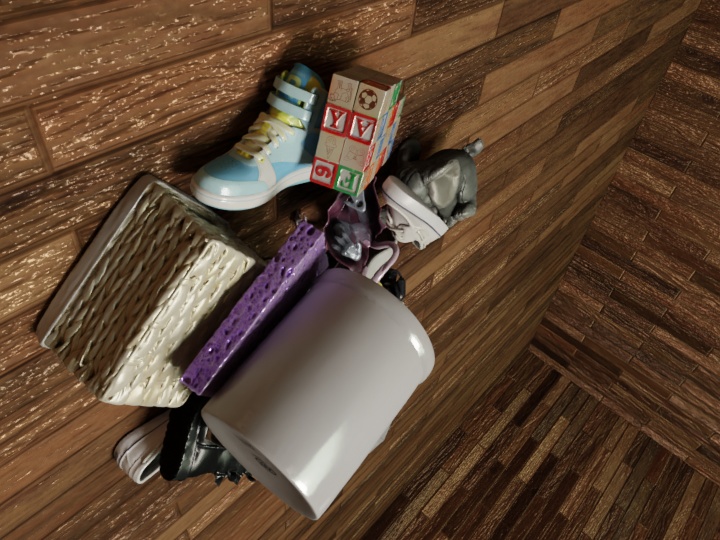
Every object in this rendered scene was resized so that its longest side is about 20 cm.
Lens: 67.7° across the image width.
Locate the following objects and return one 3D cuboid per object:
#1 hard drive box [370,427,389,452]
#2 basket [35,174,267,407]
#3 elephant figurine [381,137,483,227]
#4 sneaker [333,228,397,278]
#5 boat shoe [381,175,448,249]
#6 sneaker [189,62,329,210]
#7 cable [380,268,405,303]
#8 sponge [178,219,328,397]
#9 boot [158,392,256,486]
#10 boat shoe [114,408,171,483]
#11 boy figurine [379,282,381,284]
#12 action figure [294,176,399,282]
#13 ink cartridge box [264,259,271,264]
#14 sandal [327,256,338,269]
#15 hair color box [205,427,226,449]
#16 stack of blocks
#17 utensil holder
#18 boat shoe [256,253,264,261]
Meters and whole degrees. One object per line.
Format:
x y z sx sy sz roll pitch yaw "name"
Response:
-0.065 0.259 0.977 0.155 0.199 0.078 -25 142 -46 "hard drive box"
-0.204 0.031 0.558 0.201 0.123 0.135 -54 154 0 "basket"
0.106 -0.142 0.874 0.199 0.140 0.158 6 75 -51 "elephant figurine"
0.000 0.000 0.839 0.200 0.072 0.086 -52 155 -47 "sneaker"
0.067 -0.073 0.763 0.066 0.072 0.200 -47 161 9 "boat shoe"
-0.099 -0.151 0.576 0.200 0.079 0.132 -39 153 -49 "sneaker"
0.071 0.097 1.090 0.050 0.166 0.201 -5 156 -6 "cable"
-0.105 0.047 0.575 0.201 0.030 0.112 -54 171 -15 "sponge"
-0.183 0.202 0.755 0.161 0.073 0.202 19 83 -50 "boot"
-0.251 0.231 0.783 0.199 0.065 0.074 -35 148 -34 "boat shoe"
0.007 0.036 0.942 0.064 0.125 0.201 -19 136 0 "boy figurine"
-0.002 -0.066 0.754 0.134 0.149 0.200 -44 180 -3 "action figure"
-0.163 0.079 0.776 0.175 0.044 0.202 -1 122 -60 "ink cartridge box"
-0.063 0.078 0.855 0.075 0.048 0.203 5 110 -50 "sandal"
-0.123 0.123 0.675 0.060 0.098 0.203 21 75 -39 "hair color box"
0.007 -0.178 0.644 0.200 0.058 0.117 -61 169 -63 "stack of blocks"
-0.042 0.128 0.573 0.200 0.169 0.171 -48 155 -29 "utensil holder"
-0.188 0.060 0.674 0.200 0.071 0.065 -43 139 -2 "boat shoe"
